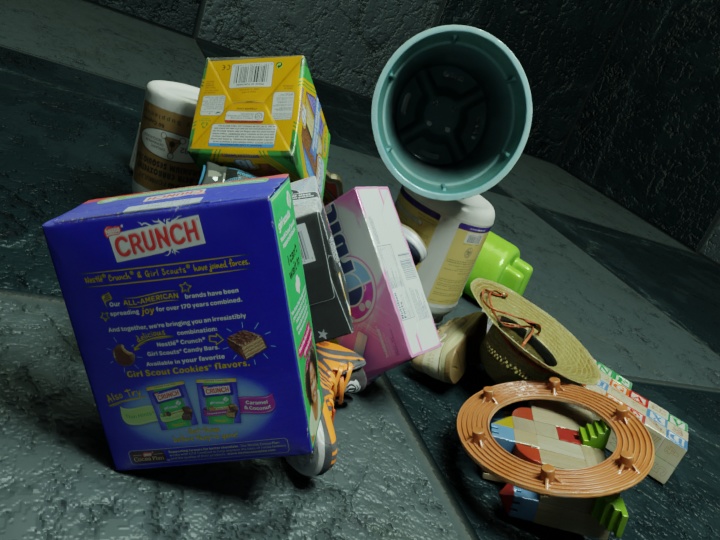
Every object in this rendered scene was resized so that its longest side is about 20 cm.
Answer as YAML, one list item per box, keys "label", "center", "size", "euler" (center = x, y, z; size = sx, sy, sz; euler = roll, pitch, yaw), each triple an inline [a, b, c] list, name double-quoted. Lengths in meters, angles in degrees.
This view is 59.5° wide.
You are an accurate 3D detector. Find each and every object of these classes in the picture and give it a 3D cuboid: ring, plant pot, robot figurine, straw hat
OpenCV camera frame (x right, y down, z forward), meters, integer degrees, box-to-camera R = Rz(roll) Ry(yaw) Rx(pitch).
- label: "ring"
  center: [0.196, 0.160, 0.647]
  size: [0.194, 0.020, 0.201]
  euler: [-3, 19, 1]
- label: "plant pot"
  center: [0.116, -0.211, 0.854]
  size: [0.195, 0.205, 0.196]
  euler: [22, 14, -1]
- label: "robot figurine"
  center: [0.205, -0.017, 1.129]
  size: [0.197, 0.118, 0.174]
  euler: [32, 36, 23]
- label: "straw hat"
  center: [0.204, 0.107, 0.821]
  size: [0.197, 0.086, 0.202]
  euler: [28, 22, -12]

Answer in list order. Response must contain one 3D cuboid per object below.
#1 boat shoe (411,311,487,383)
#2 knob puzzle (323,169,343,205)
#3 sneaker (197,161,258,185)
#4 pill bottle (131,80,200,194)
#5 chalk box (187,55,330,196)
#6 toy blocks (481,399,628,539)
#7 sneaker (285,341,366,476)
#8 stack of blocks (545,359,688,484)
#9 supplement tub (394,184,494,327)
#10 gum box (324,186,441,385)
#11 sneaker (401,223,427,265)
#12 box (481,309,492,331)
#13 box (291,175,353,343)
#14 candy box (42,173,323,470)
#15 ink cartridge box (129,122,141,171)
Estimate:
- label: "boat shoe"
  center: [0.128, 0.095, 0.859]
  size: [0.063, 0.074, 0.199]
  euler: [7, 10, 25]
- label: "knob puzzle"
  center: [-0.109, -0.090, 0.941]
  size: [0.214, 0.220, 0.031]
  euler: [13, 52, -22]
- label: "sneaker"
  center: [-0.142, -0.029, 0.719]
  size: [0.079, 0.202, 0.075]
  euler: [8, 51, -5]
- label: "pill bottle"
  center: [-0.237, -0.131, 0.824]
  size: [0.111, 0.205, 0.115]
  euler: [14, 19, -5]
- label: "chalk box"
  center: [-0.108, -0.140, 0.760]
  size: [0.121, 0.128, 0.201]
  euler: [2, -22, 10]
- label: "toy blocks"
  center: [0.190, 0.200, 0.679]
  size: [0.132, 0.103, 0.201]
  euler: [12, 21, 4]
- label: "sneaker"
  center: [-0.034, 0.120, 0.632]
  size: [0.109, 0.079, 0.201]
  euler: [10, 25, -27]
- label: "stack of blocks"
  center: [0.345, 0.190, 0.875]
  size: [0.197, 0.060, 0.114]
  euler: [32, 24, 21]
- label: "supplement tub"
  center: [0.098, -0.026, 0.927]
  size: [0.142, 0.204, 0.146]
  euler: [19, 22, -8]
- label: "gum box"
  center: [0.006, 0.022, 0.722]
  size: [0.065, 0.112, 0.205]
  euler: [-9, 78, -50]
- label: "sneaker"
  center: [0.000, 0.000, 0.840]
  size: [0.071, 0.109, 0.198]
  euler: [52, -28, -21]
- label: "box"
  center: [0.273, 0.120, 0.988]
  size: [0.197, 0.042, 0.039]
  euler: [30, 23, 17]
- label: "box"
  center: [-0.118, 0.005, 0.623]
  size: [0.194, 0.135, 0.115]
  euler: [-16, 24, 1]
- label: "candy box"
  center: [-0.124, 0.041, 0.486]
  size: [0.163, 0.206, 0.077]
  euler: [-5, 21, 5]
- label: "ink cartridge box"
  center: [-0.262, -0.153, 1.019]
  size: [0.142, 0.085, 0.199]
  euler: [0, 32, -46]
